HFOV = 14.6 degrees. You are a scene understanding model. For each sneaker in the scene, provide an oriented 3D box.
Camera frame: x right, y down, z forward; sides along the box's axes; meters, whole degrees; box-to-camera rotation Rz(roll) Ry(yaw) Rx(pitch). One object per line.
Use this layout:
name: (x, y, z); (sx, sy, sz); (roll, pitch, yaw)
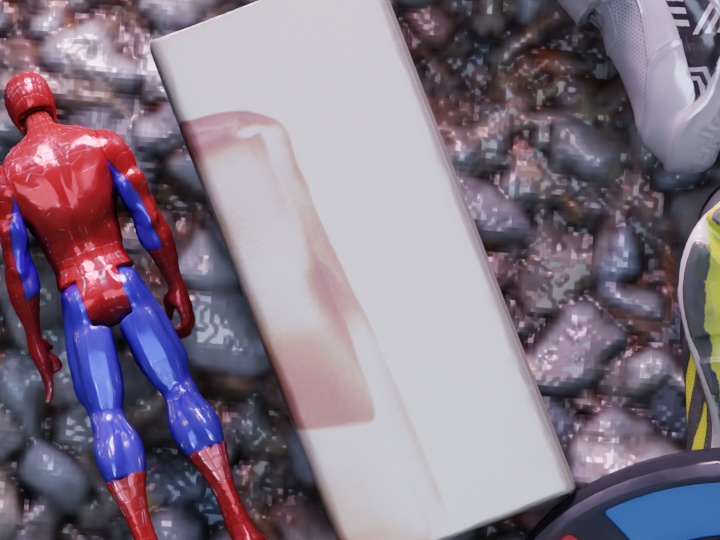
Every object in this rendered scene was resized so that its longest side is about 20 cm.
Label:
sneaker: (0.068, -0.126, 1.032); (0.115, 0.075, 0.200); (-10, 83, 2)
sneaker: (0.153, 0.057, 1.025); (0.074, 0.085, 0.200); (1, 110, 7)

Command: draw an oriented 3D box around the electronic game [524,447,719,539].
electronic game: (0.144, 0.144, 0.992); (0.200, 0.042, 0.200); (8, 126, 11)

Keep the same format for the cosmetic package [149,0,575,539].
cosmetic package: (0.000, 0.000, 1.014); (0.087, 0.103, 0.200); (-20, 87, 0)

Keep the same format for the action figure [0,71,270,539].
action figure: (-0.093, 0.019, 1.043); (0.065, 0.052, 0.200); (-20, 83, -5)
